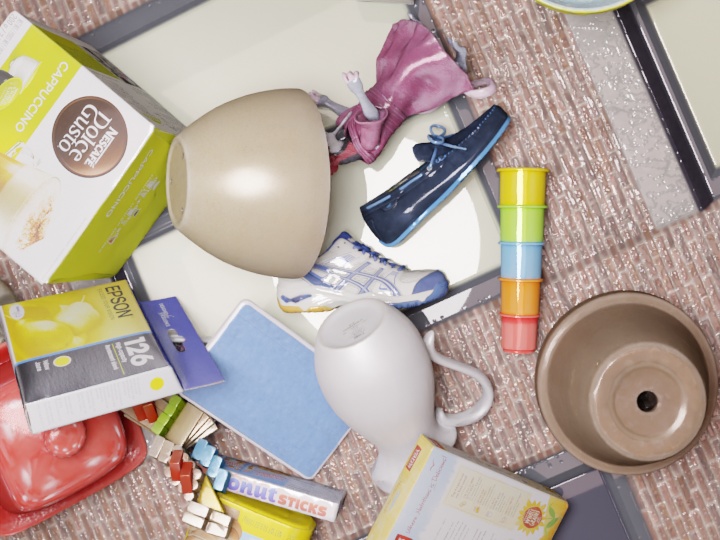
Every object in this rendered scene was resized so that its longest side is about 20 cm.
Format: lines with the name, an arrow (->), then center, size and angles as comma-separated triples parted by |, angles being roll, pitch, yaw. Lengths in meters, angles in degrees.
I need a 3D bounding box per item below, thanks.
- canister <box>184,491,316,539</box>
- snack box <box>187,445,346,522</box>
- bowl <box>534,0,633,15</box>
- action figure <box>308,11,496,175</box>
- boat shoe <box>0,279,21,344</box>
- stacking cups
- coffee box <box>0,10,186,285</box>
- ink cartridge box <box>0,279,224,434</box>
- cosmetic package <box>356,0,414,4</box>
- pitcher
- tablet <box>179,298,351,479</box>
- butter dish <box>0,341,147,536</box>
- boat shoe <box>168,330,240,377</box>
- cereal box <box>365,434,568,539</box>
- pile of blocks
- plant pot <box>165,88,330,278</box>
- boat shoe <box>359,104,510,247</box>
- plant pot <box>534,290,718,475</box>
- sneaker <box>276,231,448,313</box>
canister -> -0.147, 0.358, 1.131 | 0.146, 0.087, 0.204 | 20, 92, 6
snack box -> -0.116, 0.241, 1.131 | 0.196, 0.072, 0.025 | 15, 91, 7
bowl -> 0.237, -0.365, 1.062 | 0.196, 0.108, 0.205 | 0, 91, 7
action figure -> 0.028, -0.180, 1.106 | 0.148, 0.134, 0.201 | 36, 94, -19
boat shoe -> -0.405, 0.077, 1.169 | 0.201, 0.067, 0.072 | 50, 65, -12
stacking cups -> 0.175, -0.011, 1.099 | 0.059, 0.060, 0.205 | 3, 92, 7
coffee box -> -0.319, -0.125, 1.086 | 0.197, 0.200, 0.201 | 39, 95, 5
ink cartridge box -> -0.267, 0.077, 1.050 | 0.197, 0.198, 0.048 | -15, 121, -21
cosmetic package -> 0.030, -0.407, 1.090 | 0.072, 0.103, 0.205 | 6, 90, 8
pitcher -> 0.049, 0.119, 1.072 | 0.170, 0.121, 0.202 | -32, 121, -8
tablet -> -0.092, 0.136, 1.114 | 0.199, 0.014, 0.131 | 38, 93, -21
butter dish -> -0.335, 0.171, 1.079 | 0.197, 0.147, 0.203 | -26, 101, -26
boat shoe -> -0.155, 0.106, 1.135 | 0.196, 0.068, 0.073 | 16, 92, 6
cereal box -> 0.115, 0.277, 1.074 | 0.198, 0.039, 0.146 | 27, 94, -25
pile of blocks -> -0.189, 0.195, 1.076 | 0.081, 0.062, 0.201 | -33, 74, -9
plant pot -> -0.130, -0.092, 1.044 | 0.132, 0.200, 0.205 | -1, 91, -25
boat shoe -> 0.079, -0.114, 1.097 | 0.069, 0.084, 0.200 | 45, 93, -1
plant pot -> 0.286, 0.125, 1.031 | 0.196, 0.175, 0.205 | 0, 91, 6
sneaker -> 0.000, 0.000, 1.113 | 0.196, 0.075, 0.090 | -2, 90, 6
